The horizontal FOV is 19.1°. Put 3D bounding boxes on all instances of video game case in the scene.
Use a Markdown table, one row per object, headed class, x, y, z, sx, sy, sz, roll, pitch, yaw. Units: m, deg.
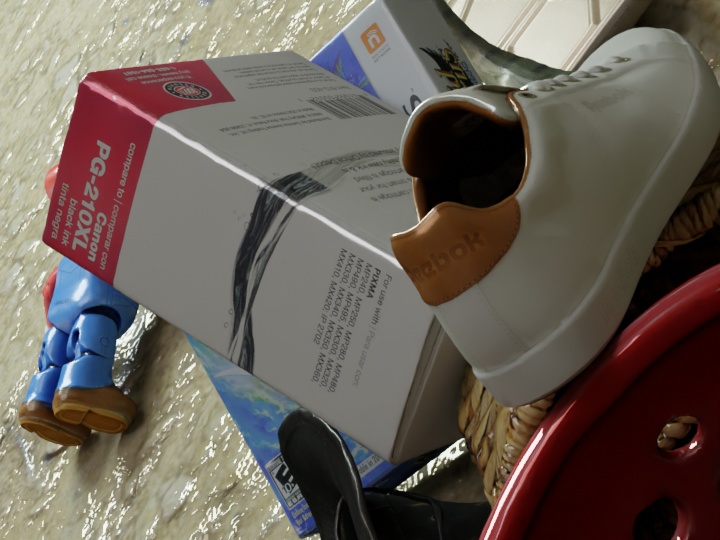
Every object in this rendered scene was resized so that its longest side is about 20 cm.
| class | x | y | z | sx | sy | sz | roll | pitch | yaw |
| --- | --- | --- | --- | --- | --- | --- | --- | --- | --- |
| video game case | 0.000 | 0.000 | 1.014 | 0.200 | 0.045 | 0.182 | -40 | 72 | 32 |

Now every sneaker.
| class | x | y | z | sx | sy | sz | roll | pitch | yaw |
| --- | --- | --- | --- | --- | --- | --- | --- | --- | --- |
| sneaker | 0.065 | -0.046 | 0.718 | 0.073 | 0.085 | 0.200 | -34 | 16 | 34 |

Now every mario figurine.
| class | x | y | z | sx | sy | sz | roll | pitch | yaw |
| --- | --- | --- | --- | --- | --- | --- | --- | --- | --- |
| mario figurine | -0.149 | 0.011 | 1.355 | 0.123 | 0.106 | 0.201 | 2 | 68 | 17 |

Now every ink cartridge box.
| class | x | y | z | sx | sy | sz | roll | pitch | yaw |
| --- | --- | --- | --- | --- | --- | --- | --- | --- | --- |
| ink cartridge box | -0.010 | -0.013 | 0.901 | 0.200 | 0.145 | 0.085 | 31 | 115 | 28 |

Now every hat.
| class | x | y | z | sx | sy | sz | roll | pitch | yaw |
| --- | --- | --- | --- | --- | --- | --- | --- | --- | --- |
| hat | 0.033 | 0.135 | 0.879 | 0.081 | 0.201 | 0.201 | -18 | 28 | -10 |

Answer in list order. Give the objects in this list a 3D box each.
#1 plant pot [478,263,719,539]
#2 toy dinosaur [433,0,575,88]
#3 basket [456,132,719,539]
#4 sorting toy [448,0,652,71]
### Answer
| class | x | y | z | sx | sy | sz | roll | pitch | yaw |
| --- | --- | --- | --- | --- | --- | --- | --- | --- | --- |
| plant pot | 0.154 | 0.115 | 0.619 | 0.200 | 0.182 | 0.201 | -38 | 33 | 31 |
| toy dinosaur | 0.092 | -0.064 | 1.013 | 0.200 | 0.047 | 0.088 | 28 | 90 | 33 |
| basket | 0.138 | 0.044 | 0.761 | 0.200 | 0.143 | 0.149 | -48 | 28 | 17 |
| sorting toy | 0.071 | -0.096 | 1.138 | 0.185 | 0.036 | 0.200 | -53 | 24 | 7 |
